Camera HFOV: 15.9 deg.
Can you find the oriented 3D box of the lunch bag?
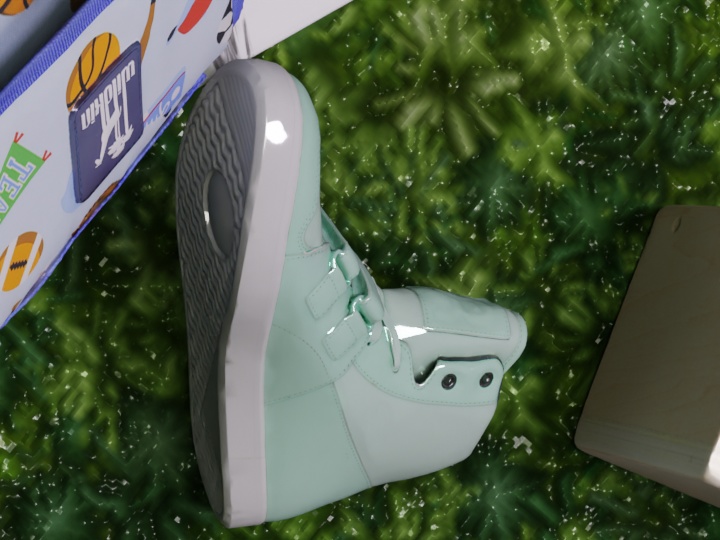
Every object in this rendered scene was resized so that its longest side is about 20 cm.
[{"bbox_3d":[-0.127,-0.088,0.751,0.170,0.124,0.200,-53,130,-30],"label":"lunch bag"}]

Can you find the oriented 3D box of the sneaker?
[{"bbox_3d":[0.000,0.000,0.914,0.118,0.074,0.201,-12,134,-15],"label":"sneaker"}]

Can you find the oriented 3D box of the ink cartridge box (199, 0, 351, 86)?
[{"bbox_3d":[-0.079,-0.118,0.901,0.200,0.067,0.116,-32,99,-34],"label":"ink cartridge box"}]

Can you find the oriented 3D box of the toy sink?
[{"bbox_3d":[0.207,0.056,0.982,0.200,0.130,0.112,23,86,-15],"label":"toy sink"}]
